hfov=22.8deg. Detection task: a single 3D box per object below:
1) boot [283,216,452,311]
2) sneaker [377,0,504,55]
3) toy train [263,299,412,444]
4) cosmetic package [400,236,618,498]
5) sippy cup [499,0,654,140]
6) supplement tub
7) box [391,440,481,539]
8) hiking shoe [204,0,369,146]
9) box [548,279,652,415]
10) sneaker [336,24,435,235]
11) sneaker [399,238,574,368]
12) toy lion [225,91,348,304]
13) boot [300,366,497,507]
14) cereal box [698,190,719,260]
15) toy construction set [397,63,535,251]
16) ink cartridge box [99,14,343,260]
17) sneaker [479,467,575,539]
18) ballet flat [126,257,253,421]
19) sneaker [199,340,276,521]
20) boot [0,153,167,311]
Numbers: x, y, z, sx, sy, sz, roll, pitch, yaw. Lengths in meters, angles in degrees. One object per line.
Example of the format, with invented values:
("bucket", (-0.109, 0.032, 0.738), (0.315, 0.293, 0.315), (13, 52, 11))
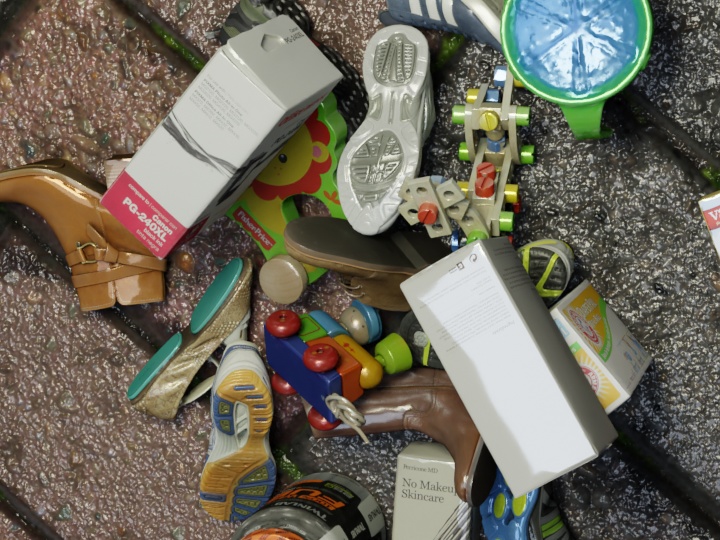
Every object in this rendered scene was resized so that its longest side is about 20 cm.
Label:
("boot", (0.000, 0.000, 1.686), (0.076, 0.200, 0.074), (-55, 47, 25))
("sneaker", (0.070, -0.248, 1.692), (0.200, 0.075, 0.085), (42, 110, 14))
("toy train", (0.001, 0.097, 1.688), (0.200, 0.116, 0.085), (39, 142, 47))
("cosmetic package", (0.126, 0.077, 1.488), (0.085, 0.108, 0.200), (-29, 83, 16))
("sippy cup", (0.204, -0.219, 1.623), (0.139, 0.130, 0.178), (32, 104, 8))
("supplement tub", (-0.056, 0.274, 1.723), (0.122, 0.200, 0.123), (2, 98, 15))
("box", (0.074, 0.274, 1.756), (0.082, 0.068, 0.201), (4, 99, 14))
("hiking shoe", (-0.065, -0.179, 1.744), (0.101, 0.076, 0.200), (-38, 84, 34))
("box", (0.185, 0.091, 1.632), (0.112, 0.200, 0.101), (-41, 86, 16))
("sneaker", (0.037, -0.123, 1.688), (0.078, 0.099, 0.201), (11, 79, 20))
("sneaker", (0.126, 0.034, 1.711), (0.200, 0.076, 0.076), (-27, 92, 31))
("toy lion", (-0.076, -0.096, 1.717), (0.200, 0.069, 0.192), (46, 125, 0))
("boot", (0.031, 0.154, 1.705), (0.199, 0.187, 0.064), (0, 125, 12))
("cereal box", (0.412, 0.002, 1.641), (0.144, 0.040, 0.200), (-20, 91, 17))
("toy construction set", (0.109, -0.088, 1.647), (0.092, 0.200, 0.131), (15, 134, 22))
("ink cartridge box", (-0.124, -0.122, 1.614), (0.083, 0.145, 0.200), (44, 118, 2))
("sneaker", (0.165, 0.251, 1.729), (0.071, 0.083, 0.200), (-10, 81, 40))
("ballet flat", (-0.155, 0.073, 1.805), (0.065, 0.071, 0.200), (35, 110, -19))
("sneaker", (-0.118, 0.161, 1.795), (0.075, 0.088, 0.200), (7, 125, -8))
("boot", (-0.291, -0.035, 1.818), (0.199, 0.074, 0.155), (-2, 101, 18))
